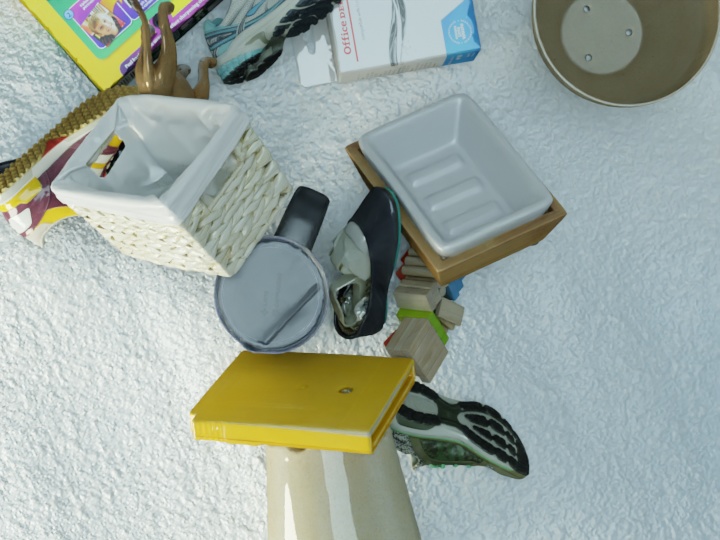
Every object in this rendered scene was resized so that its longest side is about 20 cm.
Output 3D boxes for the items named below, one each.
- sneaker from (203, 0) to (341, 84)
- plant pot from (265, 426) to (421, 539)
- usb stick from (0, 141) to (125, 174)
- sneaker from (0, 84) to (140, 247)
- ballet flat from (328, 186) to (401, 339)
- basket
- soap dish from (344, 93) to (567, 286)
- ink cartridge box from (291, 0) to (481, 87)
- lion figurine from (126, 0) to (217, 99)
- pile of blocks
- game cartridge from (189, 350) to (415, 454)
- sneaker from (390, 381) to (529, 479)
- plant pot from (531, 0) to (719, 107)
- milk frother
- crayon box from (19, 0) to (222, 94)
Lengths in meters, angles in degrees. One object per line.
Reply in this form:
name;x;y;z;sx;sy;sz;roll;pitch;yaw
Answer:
sneaker;-0.098;-0.286;1.654;0.200;0.078;0.087;-36;79;29
plant pot;-0.020;0.258;1.609;0.199;0.200;0.185;-8;92;-4
usb stick;-0.302;-0.112;1.692;0.199;0.033;0.056;-14;98;-4
sneaker;-0.294;-0.112;1.647;0.200;0.075;0.090;-38;118;0
ballet flat;0.000;0.000;1.636;0.073;0.201;0.073;3;45;-3
basket;-0.184;-0.083;1.540;0.136;0.199;0.123;-56;130;-22
soap dish;0.099;-0.085;1.644;0.157;0.081;0.200;-24;54;-16
ink cartridge box;0.023;-0.274;1.699;0.199;0.067;0.116;-11;89;-4
lion figurine;-0.197;-0.187;1.623;0.072;0.200;0.123;-7;63;26
pile of blocks;0.071;0.021;1.706;0.062;0.082;0.201;6;75;39
game cartridge;-0.059;0.134;1.605;0.199;0.176;0.033;1;111;18
sneaker;0.092;0.188;1.701;0.199;0.077;0.089;25;128;-14
plant pot;0.275;-0.270;1.681;0.199;0.134;0.202;0;89;-3
milk frother;-0.132;-0.008;1.621;0.199;0.188;0.182;5;87;-3
crayon box;-0.260;-0.317;1.687;0.200;0.058;0.173;-41;90;-3
